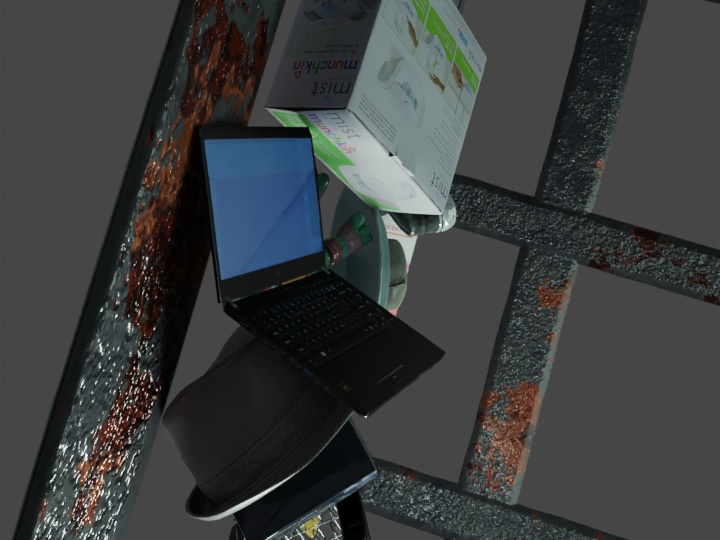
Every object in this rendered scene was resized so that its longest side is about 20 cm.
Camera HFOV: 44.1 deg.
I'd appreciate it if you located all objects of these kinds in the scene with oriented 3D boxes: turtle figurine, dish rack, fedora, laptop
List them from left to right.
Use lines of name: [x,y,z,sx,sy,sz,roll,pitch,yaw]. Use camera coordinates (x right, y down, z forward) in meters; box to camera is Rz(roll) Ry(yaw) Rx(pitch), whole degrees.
fedora: [-0.085,0.101,0.688,0.177,0.091,0.199,-48,-171,-36]
dish rack: [-0.082,0.318,1.075,0.055,0.197,0.155,60,7,-35]
turtle figurine: [-0.061,-0.014,0.824,0.152,0.099,0.201,61,30,-18]
laptop: [-0.021,-0.011,0.662,0.105,0.198,0.177,-61,164,19]

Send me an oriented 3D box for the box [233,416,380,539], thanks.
box: [-0.065,0.210,0.962,0.146,0.108,0.200,-30,166,-5]

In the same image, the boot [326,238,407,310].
boot: [-0.013,0.051,1.168,0.199,0.071,0.187,-6,107,-62]

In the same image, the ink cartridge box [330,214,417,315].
ink cartridge box: [0.015,-0.029,1.322,0.067,0.115,0.205,25,-78,51]

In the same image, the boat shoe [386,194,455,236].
boat shoe: [0.040,-0.110,1.083,0.200,0.070,0.073,49,-33,48]

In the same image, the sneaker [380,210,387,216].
sneaker: [0.009,-0.176,1.219,0.090,0.077,0.205,2,-96,63]

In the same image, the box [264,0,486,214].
box: [0.025,-0.175,0.822,0.199,0.095,0.180,37,66,-54]

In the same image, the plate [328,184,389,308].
plate: [0.000,0.000,0.979,0.200,0.025,0.206,-178,-90,-73]

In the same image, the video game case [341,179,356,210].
video game case: [0.011,-0.194,1.068,0.183,0.022,0.204,-112,-147,-65]

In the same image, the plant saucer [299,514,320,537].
plant saucer: [-0.079,0.222,1.220,0.200,0.047,0.204,-119,-141,-66]
